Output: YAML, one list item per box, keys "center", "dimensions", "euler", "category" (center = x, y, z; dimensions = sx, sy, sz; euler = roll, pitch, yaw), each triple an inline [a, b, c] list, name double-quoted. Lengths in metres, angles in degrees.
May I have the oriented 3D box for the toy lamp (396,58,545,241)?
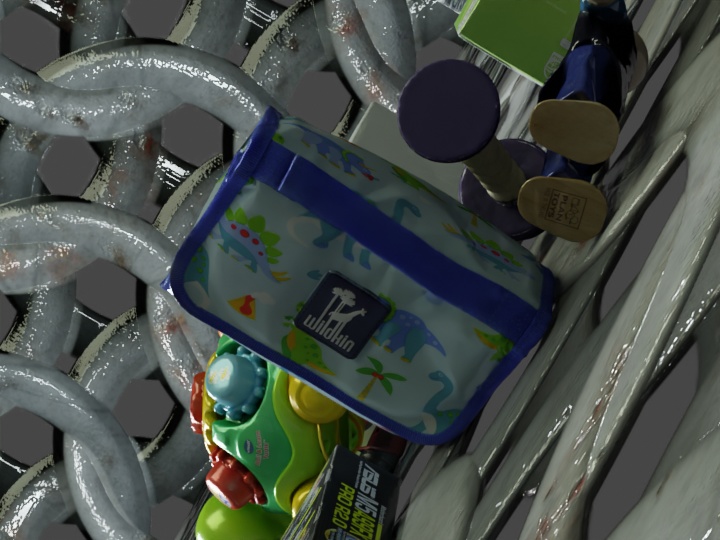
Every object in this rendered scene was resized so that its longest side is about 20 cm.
- center: [0.065, -0.055, 1.334]
  dimensions: [0.058, 0.058, 0.200]
  euler: [-60, -21, -4]
  category: "toy lamp"

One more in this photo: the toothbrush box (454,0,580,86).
- center: [0.149, -0.229, 1.777]
  dimensions: [0.200, 0.086, 0.146]
  euler: [-58, 4, 8]
  category: "toothbrush box"

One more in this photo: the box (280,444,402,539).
- center: [-0.049, 0.206, 1.364]
  dimensions: [0.200, 0.044, 0.160]
  euler: [-59, 3, 14]
  category: "box"

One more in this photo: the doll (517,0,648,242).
- center: [0.113, -0.080, 1.303]
  dimensions: [0.200, 0.048, 0.137]
  euler: [-64, -17, -65]
  category: "doll"

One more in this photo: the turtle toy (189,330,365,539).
- center: [-0.050, 0.102, 1.553]
  dimensions: [0.146, 0.101, 0.201]
  euler: [-82, -8, -69]
  category: "turtle toy"

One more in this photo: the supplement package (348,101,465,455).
- center: [0.000, 0.017, 1.655]
  dimensions: [0.200, 0.113, 0.110]
  euler: [-60, 2, 27]
  category: "supplement package"

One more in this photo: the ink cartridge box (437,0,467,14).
- center: [0.097, -0.275, 1.976]
  dimensions: [0.145, 0.199, 0.084]
  euler: [-59, 1, 22]
  category: "ink cartridge box"

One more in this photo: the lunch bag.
- center: [0.000, 0.000, 1.296]
  dimensions: [0.128, 0.170, 0.200]
  euler: [-61, 5, -13]
  category: "lunch bag"

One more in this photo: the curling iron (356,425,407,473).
- center: [0.014, 0.098, 1.482]
  dimensions: [0.201, 0.025, 0.050]
  euler: [-62, 1, -21]
  category: "curling iron"
